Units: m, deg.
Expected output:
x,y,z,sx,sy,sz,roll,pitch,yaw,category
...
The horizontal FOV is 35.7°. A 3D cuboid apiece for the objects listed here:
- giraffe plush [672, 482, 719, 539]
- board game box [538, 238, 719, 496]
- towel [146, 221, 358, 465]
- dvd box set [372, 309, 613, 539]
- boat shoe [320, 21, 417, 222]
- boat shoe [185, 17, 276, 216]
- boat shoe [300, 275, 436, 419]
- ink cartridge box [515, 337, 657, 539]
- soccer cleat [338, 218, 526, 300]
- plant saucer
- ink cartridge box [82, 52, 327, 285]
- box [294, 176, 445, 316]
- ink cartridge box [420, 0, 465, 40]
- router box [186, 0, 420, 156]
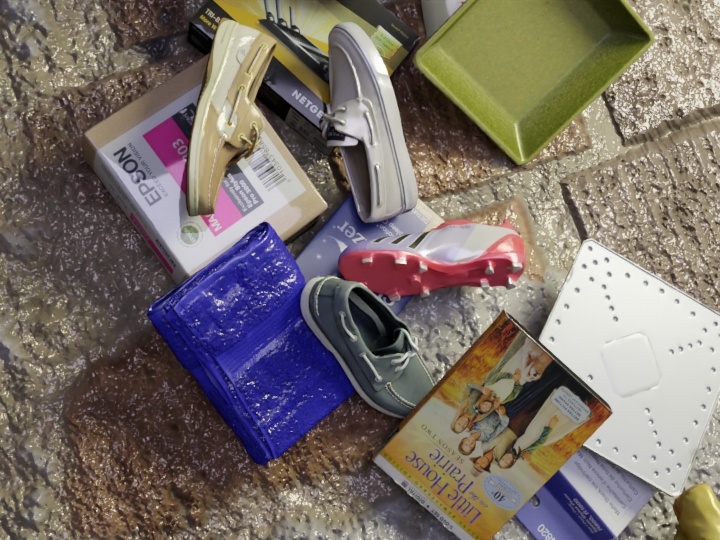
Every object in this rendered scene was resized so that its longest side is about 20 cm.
x,y,z,sx,sy,sz,roll,pitch,yaw,category
0.310,0.332,1.101,0.161,0.201,0.173,-26,115,13,giraffe plush
0.277,0.100,1.162,0.199,0.026,0.201,29,72,-3,board game box
-0.092,0.074,1.074,0.147,0.049,0.201,-38,113,-13,towel
0.129,0.160,1.106,0.146,0.029,0.200,42,101,-3,dvd box set
-0.004,-0.145,1.124,0.069,0.071,0.202,-22,103,-27,boat shoe
-0.123,-0.145,1.067,0.066,0.074,0.203,11,75,-4,boat shoe
0.022,0.080,1.096,0.200,0.061,0.073,48,54,-28,boat shoe
0.223,0.174,1.168,0.200,0.041,0.200,-42,89,-17,ink cartridge box
0.072,-0.017,1.142,0.197,0.067,0.077,-1,48,-9,soccer cleat
0.178,-0.242,1.180,0.200,0.048,0.199,-44,125,13,plant saucer
-0.156,-0.091,1.125,0.164,0.075,0.201,-37,88,-18,ink cartridge box
0.000,0.000,1.163,0.121,0.032,0.200,40,74,-2,box
0.139,-0.351,1.244,0.145,0.083,0.203,-6,79,-14,ink cartridge box
-0.060,-0.247,1.192,0.199,0.052,0.158,38,72,-2,router box
